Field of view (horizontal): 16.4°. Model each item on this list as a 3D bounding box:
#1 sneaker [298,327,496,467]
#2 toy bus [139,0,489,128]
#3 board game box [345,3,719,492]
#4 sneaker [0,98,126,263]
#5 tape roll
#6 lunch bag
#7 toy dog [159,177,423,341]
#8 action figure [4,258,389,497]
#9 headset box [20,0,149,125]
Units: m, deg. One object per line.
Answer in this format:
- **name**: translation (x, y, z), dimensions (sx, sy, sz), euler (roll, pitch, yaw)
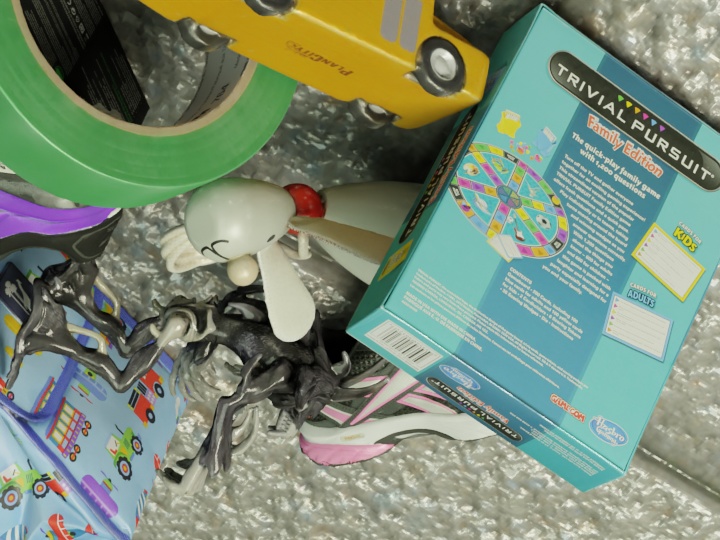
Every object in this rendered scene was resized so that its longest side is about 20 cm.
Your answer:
- **sneaker**: translation (0.040, 0.048, 1.418), dimensions (0.200, 0.080, 0.086), euler (-17, 110, 19)
- **toy bus**: translation (-0.028, -0.139, 1.244), dimensions (0.200, 0.078, 0.065), euler (22, 153, -32)
- **board game box**: translation (0.102, -0.012, 1.275), dimensions (0.151, 0.200, 0.047), euler (35, 152, -12)
- **sneaker**: translation (-0.218, -0.044, 1.299), dimensions (0.200, 0.070, 0.100), euler (11, 130, 9)
- **tape roll**: translation (-0.121, -0.133, 1.242), dimensions (0.200, 0.201, 0.048), euler (46, 145, -20)
- **lunch bag**: translation (-0.197, 0.051, 1.433), dimensions (0.094, 0.151, 0.200), euler (-17, 121, 25)
- **toy dog**: translation (0.000, 0.000, 1.325), dimensions (0.200, 0.097, 0.132), euler (-9, 162, -21)
- **action figure**: translation (-0.089, 0.055, 1.378), dimensions (0.200, 0.119, 0.102), euler (16, 118, -5)
- **headset box**: translation (-0.245, -0.117, 1.357), dimensions (0.200, 0.093, 0.174), euler (-9, 123, 21)
